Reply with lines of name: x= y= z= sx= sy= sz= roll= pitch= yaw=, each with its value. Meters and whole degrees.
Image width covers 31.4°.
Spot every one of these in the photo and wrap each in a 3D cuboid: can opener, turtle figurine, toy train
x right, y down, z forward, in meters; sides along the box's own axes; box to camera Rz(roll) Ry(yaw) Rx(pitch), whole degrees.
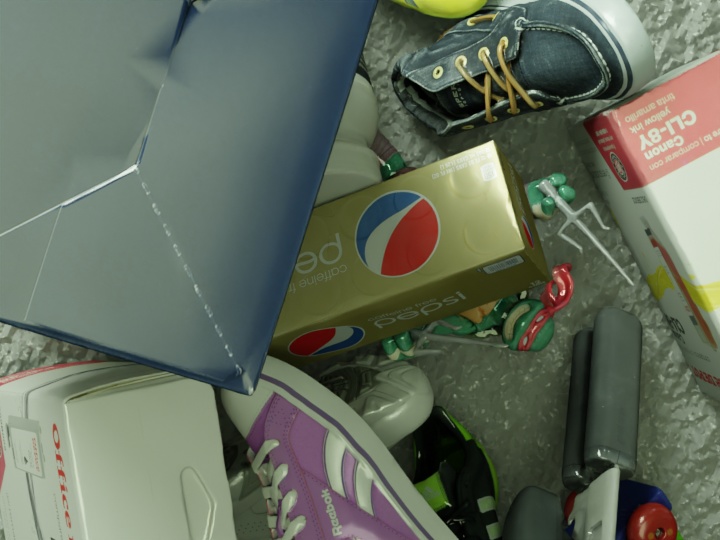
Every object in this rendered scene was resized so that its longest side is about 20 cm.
can opener: x=0.128 y=0.106 z=0.765 sx=0.067 sy=0.053 sz=0.201 roll=21 pitch=51 yaw=-12
turtle figurine: x=0.057 y=-0.002 z=0.794 sx=0.200 sy=0.101 sz=0.150 roll=34 pitch=73 yaw=15
toy train: x=0.133 y=0.235 z=0.794 sx=0.200 sy=0.085 sz=0.116 roll=-41 pitch=106 yaw=-18

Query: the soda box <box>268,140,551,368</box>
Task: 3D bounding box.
soda box: x=0.000 y=0.000 z=0.727 sx=0.199 sy=0.064 sz=0.068 roll=-19 pitch=68 yaw=15

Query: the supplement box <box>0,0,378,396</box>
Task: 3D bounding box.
supplement box: x=-0.092 y=-0.070 z=0.551 sx=0.134 sy=0.200 sz=0.201 roll=18 pitch=88 yaw=-13

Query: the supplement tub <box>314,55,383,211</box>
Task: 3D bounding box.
supplement tub: x=-0.069 y=-0.123 z=0.746 sx=0.140 sy=0.140 sz=0.201 roll=-15 pitch=75 yaw=0

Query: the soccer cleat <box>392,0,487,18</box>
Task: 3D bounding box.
soccer cleat: x=0.003 y=-0.231 z=0.773 sx=0.065 sy=0.084 sz=0.200 roll=-39 pitch=75 yaw=0

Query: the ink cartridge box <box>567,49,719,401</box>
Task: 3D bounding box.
ink cartridge box: x=0.214 y=-0.020 z=0.770 sx=0.083 sy=0.145 sz=0.201 roll=-28 pitch=92 yaw=1

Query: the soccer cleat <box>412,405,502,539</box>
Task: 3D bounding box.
soccer cleat: x=0.056 y=0.166 z=0.755 sx=0.067 sy=0.200 sz=0.081 roll=-26 pitch=124 yaw=14

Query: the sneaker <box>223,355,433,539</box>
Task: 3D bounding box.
sneaker: x=-0.021 y=0.128 z=0.801 sx=0.200 sy=0.078 sz=0.099 roll=-34 pitch=108 yaw=28

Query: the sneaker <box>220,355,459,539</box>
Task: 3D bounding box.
sneaker: x=-0.029 y=0.140 z=0.671 sx=0.114 sy=0.073 sz=0.201 roll=-36 pitch=74 yaw=-28

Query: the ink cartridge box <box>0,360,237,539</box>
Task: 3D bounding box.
ink cartridge box: x=-0.149 y=0.130 z=0.741 sx=0.082 sy=0.200 sz=0.147 roll=-10 pitch=92 yaw=-28

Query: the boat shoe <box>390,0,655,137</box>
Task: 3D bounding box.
boat shoe: x=0.087 y=-0.113 z=0.738 sx=0.091 sy=0.200 sz=0.071 roll=-34 pitch=107 yaw=-9
